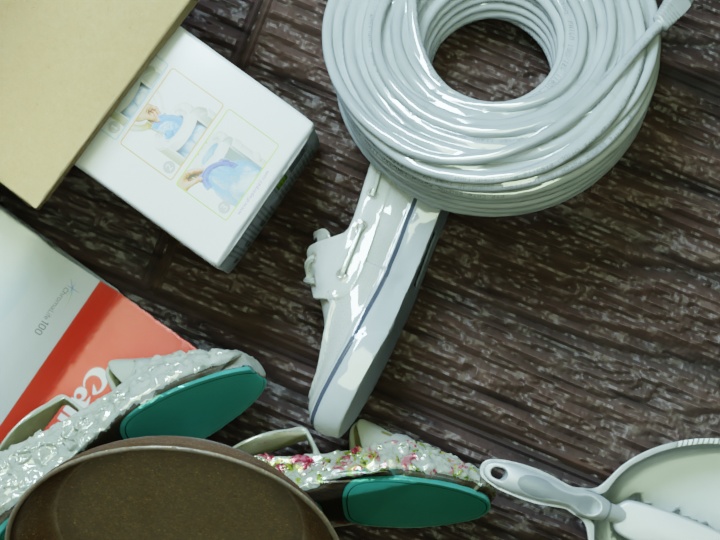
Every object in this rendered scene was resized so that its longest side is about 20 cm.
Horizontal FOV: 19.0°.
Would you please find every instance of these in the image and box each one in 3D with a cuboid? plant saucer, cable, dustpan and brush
[{"bbox_3d":[-0.106,0.158,1.254,0.198,0.037,0.202,2,133,2],"label":"plant saucer"},{"bbox_3d":[0.078,-0.130,1.280,0.199,0.069,0.201,26,69,15],"label":"cable"},{"bbox_3d":[0.164,0.152,1.303,0.198,0.057,0.141,20,89,0],"label":"dustpan and brush"}]

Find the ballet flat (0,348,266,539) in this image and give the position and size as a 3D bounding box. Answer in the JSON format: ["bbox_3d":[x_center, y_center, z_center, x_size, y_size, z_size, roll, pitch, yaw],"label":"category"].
[{"bbox_3d":[-0.154,0.091,1.285,0.199,0.072,0.072,-31,89,-8],"label":"ballet flat"}]

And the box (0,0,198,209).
[{"bbox_3d":[-0.186,-0.161,1.219,0.163,0.021,0.201,37,88,3],"label":"box"}]

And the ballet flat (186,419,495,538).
[{"bbox_3d":[-0.018,0.122,1.303,0.198,0.076,0.064,-4,57,-5],"label":"ballet flat"}]

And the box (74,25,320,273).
[{"bbox_3d":[-0.133,-0.098,1.282,0.199,0.112,0.102,36,89,1],"label":"box"}]

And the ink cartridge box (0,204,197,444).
[{"bbox_3d":[-0.220,0.059,1.310,0.199,0.047,0.161,35,89,2],"label":"ink cartridge box"}]

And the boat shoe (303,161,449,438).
[{"bbox_3d":[0.000,0.000,1.300,0.069,0.071,0.202,21,81,8],"label":"boat shoe"}]
